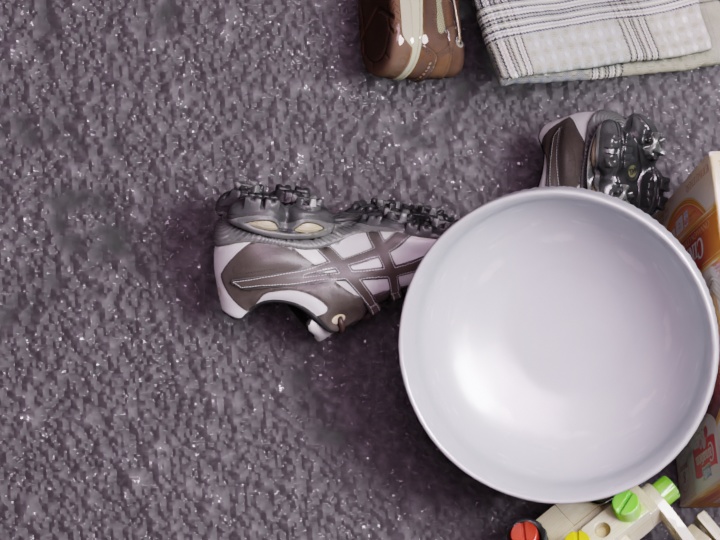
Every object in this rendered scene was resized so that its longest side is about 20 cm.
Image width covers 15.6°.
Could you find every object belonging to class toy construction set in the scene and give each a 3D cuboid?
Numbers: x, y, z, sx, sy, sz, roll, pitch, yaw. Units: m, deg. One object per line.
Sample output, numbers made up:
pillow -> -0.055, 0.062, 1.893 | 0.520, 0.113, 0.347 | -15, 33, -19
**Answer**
toy construction set -> 0.160, 0.201, 1.674 | 0.200, 0.092, 0.131 | -30, 56, -22

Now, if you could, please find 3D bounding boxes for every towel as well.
towel -> 0.154, -0.224, 1.789 | 0.199, 0.035, 0.193 | -8, 75, -30

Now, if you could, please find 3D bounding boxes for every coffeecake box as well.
coffeecake box -> 0.248, 0.041, 1.697 | 0.073, 0.154, 0.201 | -2, 75, -9

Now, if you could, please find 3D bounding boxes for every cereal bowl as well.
cereal bowl -> 0.128, 0.044, 1.659 | 0.199, 0.083, 0.201 | 1, 95, 11

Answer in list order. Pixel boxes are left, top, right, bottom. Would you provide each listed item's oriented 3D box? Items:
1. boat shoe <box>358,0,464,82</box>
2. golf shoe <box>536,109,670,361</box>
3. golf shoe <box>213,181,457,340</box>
boat shoe -> 0.039, -0.223, 1.790 | 0.075, 0.075, 0.203 | 7, 75, -26
golf shoe -> 0.150, -0.007, 1.747 | 0.078, 0.094, 0.201 | 1, 97, -44
golf shoe -> 0.000, 0.000, 1.718 | 0.199, 0.078, 0.095 | 7, 98, -9
